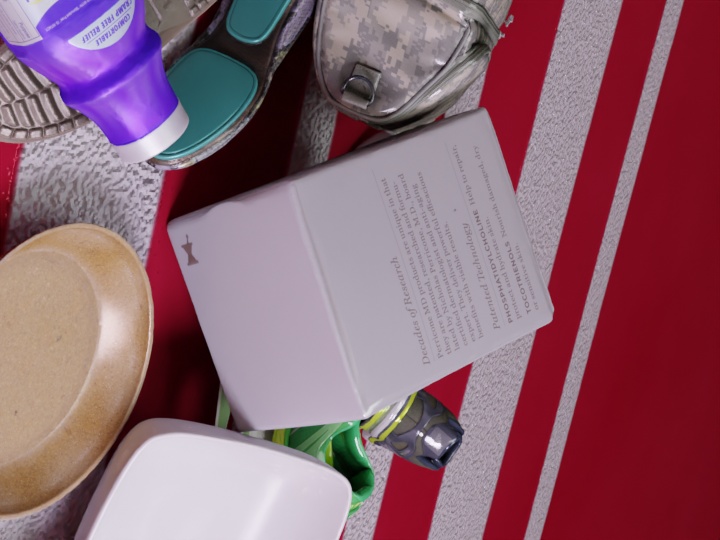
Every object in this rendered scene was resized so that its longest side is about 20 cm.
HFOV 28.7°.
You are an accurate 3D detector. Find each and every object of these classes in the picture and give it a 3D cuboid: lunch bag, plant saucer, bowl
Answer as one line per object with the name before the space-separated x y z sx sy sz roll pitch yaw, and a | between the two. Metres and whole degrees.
lunch bag | 0.036 -0.187 1.060 0.169 0.138 0.200 -63 176 7
plant saucer | -0.214 0.061 0.918 0.200 0.035 0.203 -37 136 -44
bowl | -0.126 0.204 1.050 0.198 0.075 0.202 19 101 -34

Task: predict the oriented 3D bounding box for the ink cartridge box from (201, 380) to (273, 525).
ink cartridge box | -0.077 0.108 1.166 0.199 0.047 0.148 -19 122 -54

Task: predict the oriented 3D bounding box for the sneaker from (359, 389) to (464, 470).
sneaker | 0.048 0.140 1.228 0.074 0.081 0.200 -52 171 -1

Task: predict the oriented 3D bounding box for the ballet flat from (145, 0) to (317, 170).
ballet flat | -0.087 -0.143 0.988 0.202 0.071 0.072 -59 149 -18

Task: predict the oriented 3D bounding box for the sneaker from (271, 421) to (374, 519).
sneaker | -0.034 0.187 1.154 0.074 0.083 0.203 -29 132 -52

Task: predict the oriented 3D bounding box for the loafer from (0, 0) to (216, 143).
loafer | -0.161 -0.151 0.853 0.199 0.068 0.076 -39 129 -19

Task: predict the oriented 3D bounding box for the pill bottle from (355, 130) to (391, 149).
pill bottle | 0.054 -0.018 1.246 0.114 0.113 0.201 -51 145 -30

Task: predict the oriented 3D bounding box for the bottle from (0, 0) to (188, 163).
bottle | -0.162 -0.151 0.765 0.083 0.065 0.201 -43 122 -23

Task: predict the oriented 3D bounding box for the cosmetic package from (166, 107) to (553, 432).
cosmetic package | 0.000 0.000 1.026 0.199 0.166 0.169 -23 96 -38
